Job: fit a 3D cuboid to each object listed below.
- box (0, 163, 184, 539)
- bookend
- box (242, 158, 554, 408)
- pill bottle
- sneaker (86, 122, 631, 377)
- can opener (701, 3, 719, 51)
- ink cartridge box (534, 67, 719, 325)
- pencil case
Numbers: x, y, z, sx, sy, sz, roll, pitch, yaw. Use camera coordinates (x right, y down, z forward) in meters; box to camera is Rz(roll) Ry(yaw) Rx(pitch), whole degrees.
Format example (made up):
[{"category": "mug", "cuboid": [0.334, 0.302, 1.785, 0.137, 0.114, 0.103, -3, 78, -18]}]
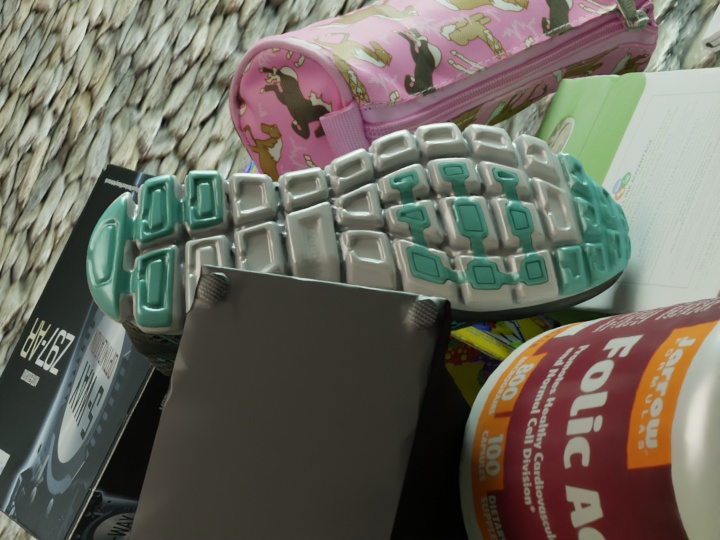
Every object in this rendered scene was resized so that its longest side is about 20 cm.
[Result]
[{"category": "box", "cuboid": [-0.100, 0.041, 1.217, 0.161, 0.043, 0.200, -63, 21, -3]}, {"category": "bookend", "cuboid": [-0.013, 0.130, 1.015, 0.199, 0.092, 0.201, 57, -136, -65]}, {"category": "box", "cuboid": [-0.022, 0.070, 1.228, 0.200, 0.122, 0.193, -56, 23, 16]}, {"category": "pill bottle", "cuboid": [0.126, 0.064, 0.922, 0.200, 0.114, 0.115, -15, 52, 62]}, {"category": "sneaker", "cuboid": [0.000, 0.000, 1.060, 0.091, 0.199, 0.078, 89, 178, -64]}, {"category": "can opener", "cuboid": [0.178, -0.138, 1.095, 0.053, 0.066, 0.200, -39, 16, 40]}, {"category": "ink cartridge box", "cuboid": [0.125, -0.019, 1.091, 0.104, 0.059, 0.200, -66, 22, -8]}, {"category": "pencil case", "cuboid": [0.038, -0.087, 1.193, 0.200, 0.083, 0.087, -26, -16, -38]}]
